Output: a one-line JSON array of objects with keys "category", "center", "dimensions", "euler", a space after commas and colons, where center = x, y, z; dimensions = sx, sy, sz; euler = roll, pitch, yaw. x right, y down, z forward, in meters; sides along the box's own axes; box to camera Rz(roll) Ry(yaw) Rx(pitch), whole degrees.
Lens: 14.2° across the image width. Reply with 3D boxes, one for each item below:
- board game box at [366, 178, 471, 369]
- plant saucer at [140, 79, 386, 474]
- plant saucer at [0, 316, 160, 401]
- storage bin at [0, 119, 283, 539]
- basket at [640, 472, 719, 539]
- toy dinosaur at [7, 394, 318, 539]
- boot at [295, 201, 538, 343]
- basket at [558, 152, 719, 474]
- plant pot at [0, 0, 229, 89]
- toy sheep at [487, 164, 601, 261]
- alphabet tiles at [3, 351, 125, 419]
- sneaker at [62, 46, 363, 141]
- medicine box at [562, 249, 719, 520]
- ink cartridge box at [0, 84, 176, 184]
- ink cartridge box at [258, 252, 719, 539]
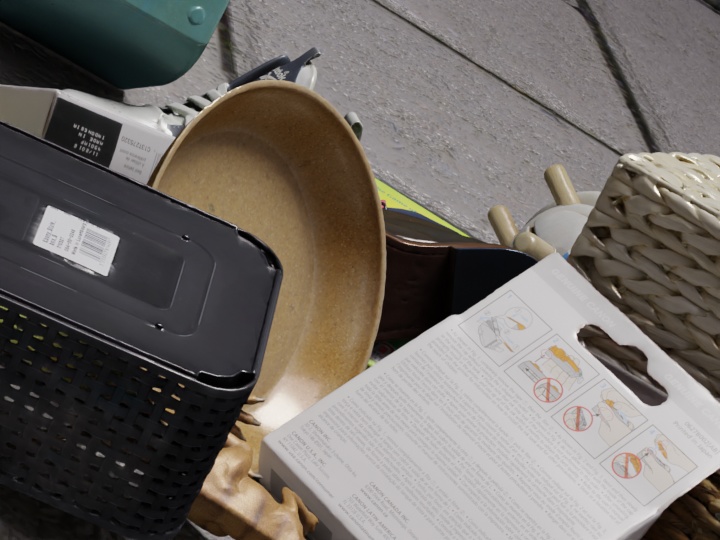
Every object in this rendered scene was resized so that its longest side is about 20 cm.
[{"category": "board game box", "center": [0.000, 0.016, 1.660], "dimensions": [0.101, 0.048, 0.200], "euler": [32, 28, 10]}, {"category": "plant saucer", "center": [-0.061, 0.003, 1.469], "dimensions": [0.035, 0.201, 0.200], "euler": [7, -4, 37]}, {"category": "plant saucer", "center": [-0.160, -0.005, 1.496], "dimensions": [0.199, 0.031, 0.200], "euler": [33, 16, -11]}, {"category": "storage bin", "center": [-0.146, 0.018, 1.292], "dimensions": [0.199, 0.094, 0.135], "euler": [23, 29, -7]}, {"category": "basket", "center": [0.205, 0.196, 1.491], "dimensions": [0.149, 0.143, 0.200], "euler": [17, 25, -45]}, {"category": "toy dinosaur", "center": [-0.074, 0.098, 1.357], "dimensions": [0.199, 0.061, 0.106], "euler": [32, 18, -10]}, {"category": "boot", "center": [0.000, 0.000, 1.591], "dimensions": [0.199, 0.075, 0.097], "euler": [12, 5, -9]}, {"category": "basket", "center": [0.211, 0.031, 1.530], "dimensions": [0.200, 0.124, 0.135], "euler": [33, 19, 28]}, {"category": "plant pot", "center": [-0.143, -0.198, 1.774], "dimensions": [0.141, 0.142, 0.200], "euler": [29, -3, -21]}, {"category": "toy sheep", "center": [0.152, 0.008, 1.924], "dimensions": [0.200, 0.138, 0.138], "euler": [21, 21, -51]}, {"category": "alphabet tiles", "center": [-0.157, 0.021, 1.495], "dimensions": [0.199, 0.008, 0.167], "euler": [28, 18, -21]}, {"category": "sneaker", "center": [-0.084, -0.093, 1.732], "dimensions": [0.199, 0.130, 0.080], "euler": [28, 17, -24]}, {"category": "medicine box", "center": [0.178, 0.114, 1.683], "dimensions": [0.199, 0.103, 0.183], "euler": [30, 24, -25]}, {"category": "ink cartridge box", "center": [-0.185, -0.075, 1.570], "dimensions": [0.094, 0.037, 0.200], "euler": [22, -6, -38]}, {"category": "ink cartridge box", "center": [0.074, 0.098, 1.459], "dimensions": [0.199, 0.050, 0.161], "euler": [-31, 59, -25]}]
